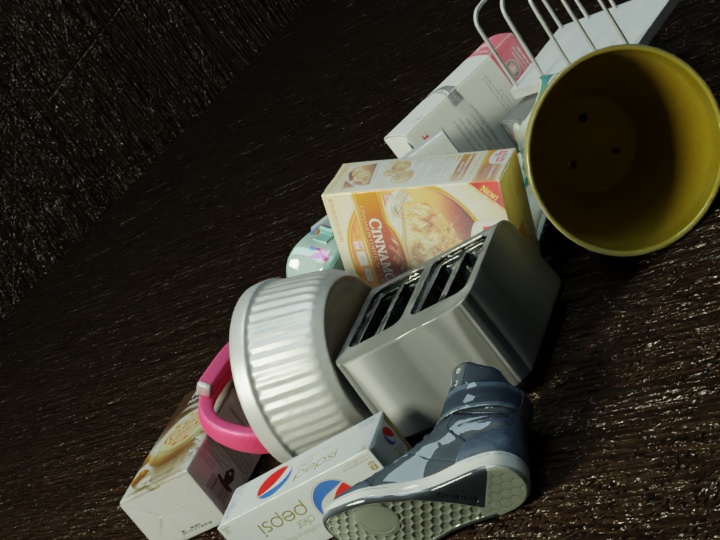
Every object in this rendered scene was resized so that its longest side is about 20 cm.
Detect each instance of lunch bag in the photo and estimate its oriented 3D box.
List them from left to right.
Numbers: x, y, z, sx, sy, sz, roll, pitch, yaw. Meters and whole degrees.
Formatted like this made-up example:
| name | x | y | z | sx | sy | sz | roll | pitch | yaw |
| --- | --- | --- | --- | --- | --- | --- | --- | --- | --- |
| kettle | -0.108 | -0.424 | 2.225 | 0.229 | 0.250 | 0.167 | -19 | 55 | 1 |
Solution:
| name | x | y | z | sx | sy | sz | roll | pitch | yaw |
| --- | --- | --- | --- | --- | --- | --- | --- | --- | --- |
| lunch bag | 0.000 | 0.000 | 1.805 | 0.076 | 0.162 | 0.200 | 20 | 42 | 29 |

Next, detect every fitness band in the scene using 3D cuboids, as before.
| name | x | y | z | sx | sy | sz | roll | pitch | yaw |
| --- | --- | --- | --- | --- | --- | --- | --- | --- | --- |
| fitness band | -0.100 | 0.129 | 1.786 | 0.142 | 0.038 | 0.200 | 16 | 38 | 17 |

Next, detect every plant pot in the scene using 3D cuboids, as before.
| name | x | y | z | sx | sy | sz | roll | pitch | yaw |
| --- | --- | --- | --- | --- | --- | --- | --- | --- | --- |
| plant pot | 0.247 | -0.122 | 1.580 | 0.199 | 0.201 | 0.142 | -39 | 9 | -1 |

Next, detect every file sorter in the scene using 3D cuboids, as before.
| name | x | y | z | sx | sy | sz | roll | pitch | yaw |
| --- | --- | --- | --- | --- | --- | --- | --- | --- | --- |
| file sorter | 0.253 | -0.314 | 1.879 | 0.199 | 0.125 | 0.139 | -13 | 30 | 50 |

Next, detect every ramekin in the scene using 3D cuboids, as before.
| name | x | y | z | sx | sy | sz | roll | pitch | yaw |
| --- | --- | --- | --- | --- | --- | --- | --- | --- | --- |
| ramekin | -0.035 | 0.094 | 1.621 | 0.104 | 0.201 | 0.201 | -18 | 24 | 27 |

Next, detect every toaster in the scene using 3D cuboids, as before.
| name | x | y | z | sx | sy | sz | roll | pitch | yaw |
| --- | --- | --- | --- | --- | --- | --- | --- | --- | --- |
| toaster | 0.087 | 0.066 | 1.552 | 0.180 | 0.119 | 0.201 | -29 | 20 | 34 |

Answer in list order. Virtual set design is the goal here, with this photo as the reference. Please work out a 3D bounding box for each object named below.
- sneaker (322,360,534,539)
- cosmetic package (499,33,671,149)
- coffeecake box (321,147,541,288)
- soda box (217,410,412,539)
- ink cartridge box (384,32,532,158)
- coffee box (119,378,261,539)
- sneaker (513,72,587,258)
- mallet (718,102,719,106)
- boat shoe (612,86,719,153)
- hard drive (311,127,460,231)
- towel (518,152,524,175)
| name | x | y | z | sx | sy | sz | roll | pitch | yaw |
| --- | --- | --- | --- | --- | --- | --- | --- | --- | --- |
| sneaker | 0.064 | 0.163 | 1.397 | 0.200 | 0.077 | 0.147 | -20 | 35 | 25 |
| cosmetic package | 0.277 | -0.214 | 1.929 | 0.200 | 0.090 | 0.107 | -46 | 18 | -11 |
| coffeecake box | 0.079 | -0.038 | 1.661 | 0.198 | 0.155 | 0.073 | -4 | 30 | 25 |
| soda box | -0.039 | 0.215 | 1.524 | 0.199 | 0.068 | 0.064 | -30 | 19 | 29 |
| ink cartridge box | 0.149 | -0.177 | 1.992 | 0.200 | 0.147 | 0.083 | -43 | 16 | -13 |
| coffee box | -0.177 | 0.211 | 1.810 | 0.114 | 0.080 | 0.201 | -27 | 20 | 32 |
| sneaker | 0.203 | -0.117 | 1.703 | 0.093 | 0.070 | 0.202 | 21 | 100 | 45 |
| mallet | 0.311 | -0.105 | 1.663 | 0.199 | 0.041 | 0.066 | -37 | 17 | 21 |
| boat shoe | 0.306 | -0.162 | 1.755 | 0.199 | 0.068 | 0.072 | -27 | 22 | 39 |
| hard drive | 0.058 | -0.060 | 1.913 | 0.199 | 0.132 | 0.026 | -36 | 18 | 9 |
| towel | 0.192 | -0.105 | 1.800 | 0.200 | 0.031 | 0.150 | -48 | 24 | 22 |
